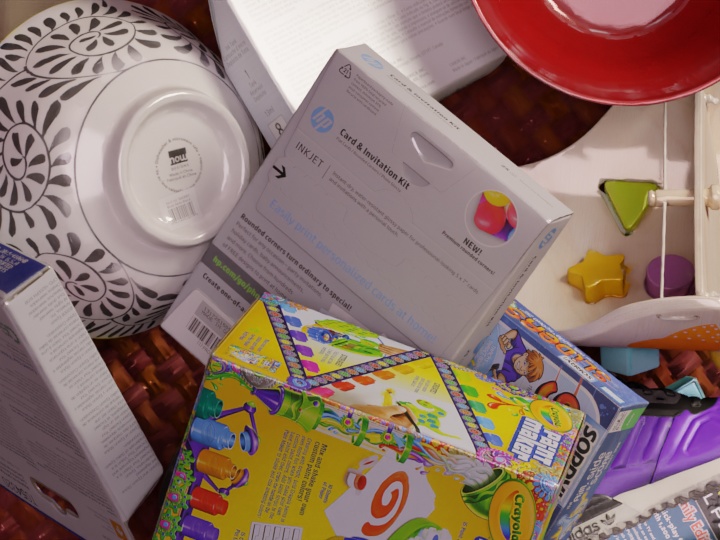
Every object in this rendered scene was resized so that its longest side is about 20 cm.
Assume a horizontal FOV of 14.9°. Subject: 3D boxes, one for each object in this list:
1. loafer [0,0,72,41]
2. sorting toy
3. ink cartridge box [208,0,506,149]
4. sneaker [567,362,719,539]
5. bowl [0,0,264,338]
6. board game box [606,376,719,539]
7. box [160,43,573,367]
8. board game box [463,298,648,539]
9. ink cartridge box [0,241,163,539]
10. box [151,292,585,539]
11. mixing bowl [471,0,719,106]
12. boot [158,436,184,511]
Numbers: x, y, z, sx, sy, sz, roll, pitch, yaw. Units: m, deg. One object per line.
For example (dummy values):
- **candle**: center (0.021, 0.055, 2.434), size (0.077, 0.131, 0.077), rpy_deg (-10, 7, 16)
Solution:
- **loafer**: center (-0.184, -0.116, 1.643), size (0.075, 0.068, 0.201), rpy_deg (-6, 90, 0)
- **sorting toy**: center (0.133, -0.009, 1.615), size (0.179, 0.200, 0.107), rpy_deg (-5, 134, 12)
- **ink cartridge box**: center (-0.024, -0.175, 1.617), size (0.162, 0.057, 0.200), rpy_deg (-30, 85, -34)
- **sneaker**: center (0.162, 0.092, 1.597), size (0.199, 0.070, 0.100), rpy_deg (-24, 80, -3)
- **bowl**: center (-0.125, -0.059, 1.583), size (0.200, 0.094, 0.202), rpy_deg (-1, 92, -34)
- **board game box**: center (0.147, 0.177, 1.654), size (0.199, 0.047, 0.151), rpy_deg (-29, 90, 0)
- **box**: center (0.000, 0.000, 1.531), size (0.156, 0.041, 0.200), rpy_deg (39, 114, 14)
- **board game box**: center (0.059, 0.118, 1.557), size (0.135, 0.034, 0.201), rpy_deg (38, 112, 26)
- **ink cartridge box**: center (-0.190, 0.062, 1.560), size (0.043, 0.196, 0.200), rpy_deg (-38, 122, -21)
- **box**: center (-0.006, 0.149, 1.470), size (0.192, 0.122, 0.201), rpy_deg (21, 108, 6)
- **mixing bowl**: center (0.155, -0.193, 1.624), size (0.199, 0.108, 0.201), rpy_deg (0, 89, 1)
- **boot**: center (-0.052, 0.074, 1.650), size (0.073, 0.076, 0.200), rpy_deg (32, 105, -16)
